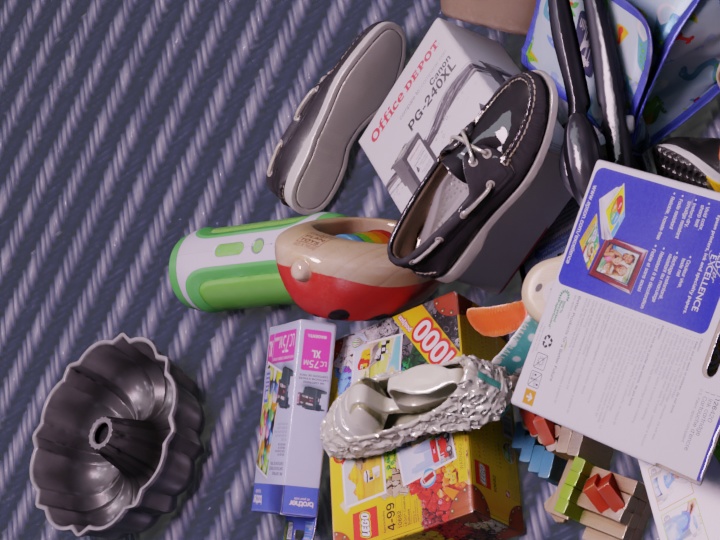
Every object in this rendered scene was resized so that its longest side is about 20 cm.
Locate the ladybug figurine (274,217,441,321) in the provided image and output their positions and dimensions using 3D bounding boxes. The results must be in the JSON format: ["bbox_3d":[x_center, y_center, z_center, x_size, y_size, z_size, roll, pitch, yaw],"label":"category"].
[{"bbox_3d":[0.000,0.000,1.705,0.135,0.199,0.073,17,105,35],"label":"ladybug figurine"}]

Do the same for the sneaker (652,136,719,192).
[{"bbox_3d":[0.315,-0.072,1.544,0.090,0.070,0.200,-28,25,-17],"label":"sneaker"}]

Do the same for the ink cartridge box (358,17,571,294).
[{"bbox_3d":[0.094,-0.103,1.708,0.146,0.083,0.201,-56,39,23],"label":"ink cartridge box"}]

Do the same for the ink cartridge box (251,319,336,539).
[{"bbox_3d":[-0.061,0.147,1.719,0.119,0.042,0.202,162,112,-74],"label":"ink cartridge box"}]

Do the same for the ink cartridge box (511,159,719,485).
[{"bbox_3d":[0.217,0.036,1.414,0.199,0.047,0.199,22,91,47],"label":"ink cartridge box"}]

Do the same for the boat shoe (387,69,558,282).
[{"bbox_3d":[0.088,-0.079,1.579,0.201,0.060,0.074,-56,41,27],"label":"boat shoe"}]

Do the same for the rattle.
[{"bbox_3d":[0.176,0.024,1.521,0.198,0.143,0.132,-7,99,7],"label":"rattle"}]

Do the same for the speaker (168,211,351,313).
[{"bbox_3d":[-0.087,-0.006,1.850,0.199,0.088,0.089,-6,65,40],"label":"speaker"}]

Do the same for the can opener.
[{"bbox_3d":[0.186,-0.142,1.561,0.063,0.079,0.202,-2,77,-3],"label":"can opener"}]

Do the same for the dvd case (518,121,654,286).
[{"bbox_3d":[0.192,-0.041,1.663,0.142,0.017,0.202,-31,52,29],"label":"dvd case"}]

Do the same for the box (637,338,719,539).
[{"bbox_3d":[0.270,0.127,1.441,0.101,0.112,0.201,-31,50,26],"label":"box"}]

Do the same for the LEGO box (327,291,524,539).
[{"bbox_3d":[0.051,0.141,1.657,0.148,0.077,0.202,-24,55,32],"label":"LEGO box"}]

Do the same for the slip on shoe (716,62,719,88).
[{"bbox_3d":[0.376,-0.185,1.539,0.199,0.076,0.061,-25,23,37],"label":"slip on shoe"}]

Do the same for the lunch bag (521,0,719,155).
[{"bbox_3d":[0.238,-0.214,1.630,0.201,0.127,0.170,-53,42,10],"label":"lunch bag"}]

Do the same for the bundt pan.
[{"bbox_3d":[-0.226,0.168,1.896,0.201,0.076,0.204,-20,57,35],"label":"bundt pan"}]

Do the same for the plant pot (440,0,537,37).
[{"bbox_3d":[0.143,-0.301,1.738,0.199,0.199,0.176,24,104,46],"label":"plant pot"}]

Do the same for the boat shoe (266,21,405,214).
[{"bbox_3d":[-0.025,-0.152,1.874,0.060,0.074,0.201,34,101,45],"label":"boat shoe"}]

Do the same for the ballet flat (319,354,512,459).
[{"bbox_3d":[0.032,0.103,1.591,0.199,0.072,0.072,-18,58,36],"label":"ballet flat"}]

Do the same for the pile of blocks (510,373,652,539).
[{"bbox_3d":[0.156,0.148,1.569,0.082,0.062,0.200,-49,45,11],"label":"pile of blocks"}]
